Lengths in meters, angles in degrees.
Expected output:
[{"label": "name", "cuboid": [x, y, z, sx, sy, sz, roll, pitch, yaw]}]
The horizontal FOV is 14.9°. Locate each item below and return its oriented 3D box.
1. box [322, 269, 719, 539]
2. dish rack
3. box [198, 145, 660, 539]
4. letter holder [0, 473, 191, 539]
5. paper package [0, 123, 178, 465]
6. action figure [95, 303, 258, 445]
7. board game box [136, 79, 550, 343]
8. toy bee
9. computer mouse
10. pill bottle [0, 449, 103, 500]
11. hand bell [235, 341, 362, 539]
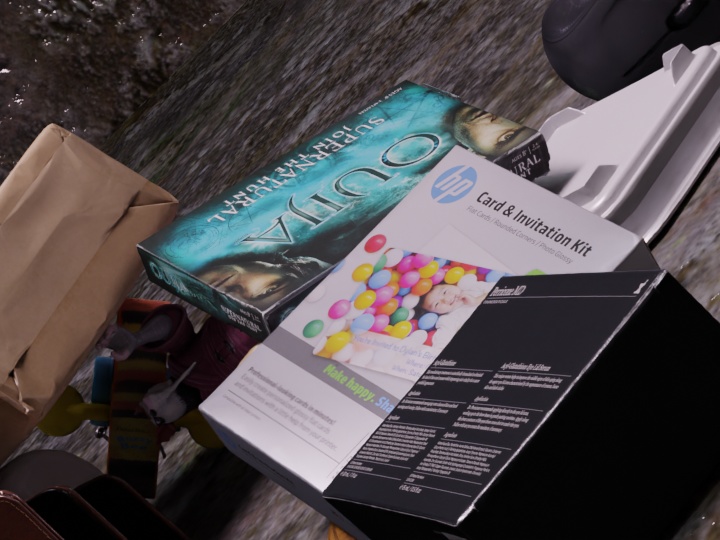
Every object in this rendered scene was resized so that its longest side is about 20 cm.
[{"label": "box", "cuboid": [0.079, 0.076, 1.218, 0.141, 0.079, 0.200, -52, 13, -11]}, {"label": "dish rack", "cuboid": [0.129, -0.053, 1.547, 0.172, 0.044, 0.200, -54, 13, -29]}, {"label": "box", "cuboid": [0.036, 0.039, 1.390, 0.200, 0.041, 0.156, -44, 40, -13]}, {"label": "letter holder", "cuboid": [-0.221, 0.204, 1.662, 0.200, 0.142, 0.101, -41, 13, 25]}, {"label": "paper package", "cuboid": [-0.223, 0.033, 1.706, 0.191, 0.103, 0.200, -58, 7, -34]}, {"label": "action figure", "cuboid": [-0.073, 0.036, 1.730, 0.200, 0.134, 0.149, -36, 15, 29]}, {"label": "board game box", "cuboid": [-0.009, -0.035, 1.537, 0.200, 0.028, 0.135, -34, 33, -23]}, {"label": "toy bee", "cuboid": [-0.143, 0.111, 1.842, 0.130, 0.200, 0.109, -8, 56, 13]}, {"label": "computer mouse", "cuboid": [0.168, -0.148, 1.584, 0.200, 0.138, 0.053, -44, 26, 54]}, {"label": "pill bottle", "cuboid": [-0.246, 0.207, 1.810, 0.200, 0.113, 0.113, -36, 16, 39]}, {"label": "hand bell", "cuboid": [-0.008, 0.117, 1.423, 0.104, 0.104, 0.200, -43, 26, 12]}]
